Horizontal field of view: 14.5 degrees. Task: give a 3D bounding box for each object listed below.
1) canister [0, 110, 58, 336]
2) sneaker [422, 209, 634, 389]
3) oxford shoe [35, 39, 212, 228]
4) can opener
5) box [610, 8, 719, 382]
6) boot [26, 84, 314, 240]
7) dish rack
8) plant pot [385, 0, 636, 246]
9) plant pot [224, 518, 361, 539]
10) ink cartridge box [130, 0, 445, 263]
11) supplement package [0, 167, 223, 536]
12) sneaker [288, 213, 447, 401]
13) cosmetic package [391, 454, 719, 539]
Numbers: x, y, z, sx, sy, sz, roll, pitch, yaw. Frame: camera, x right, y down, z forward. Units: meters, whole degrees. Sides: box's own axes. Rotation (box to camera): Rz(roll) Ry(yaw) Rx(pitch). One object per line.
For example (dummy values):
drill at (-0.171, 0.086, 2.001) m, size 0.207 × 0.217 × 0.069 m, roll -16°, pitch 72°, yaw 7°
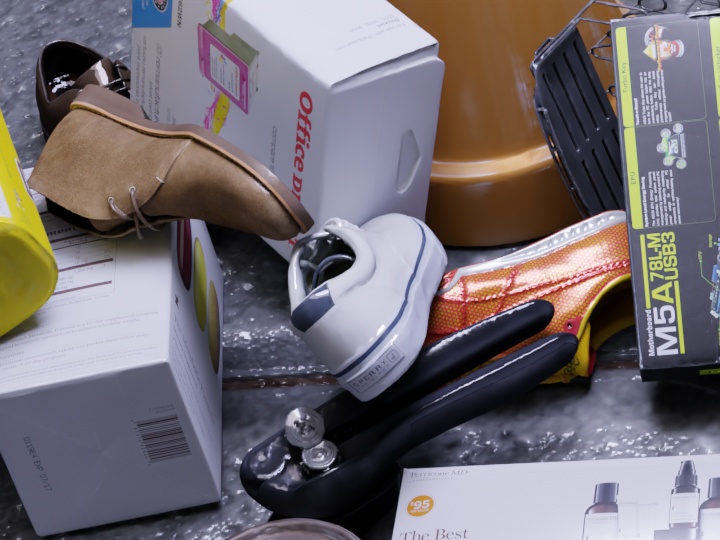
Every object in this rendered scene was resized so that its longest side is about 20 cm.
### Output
canister at (-0.256, -0.038, 1.580) m, size 0.148 × 0.087 × 0.200 m, roll -33°, pitch 44°, yaw 7°
sneaker at (0.086, 0.034, 1.572) m, size 0.200 × 0.073 × 0.077 m, roll -26°, pitch 59°, yaw -2°
oxford shoe at (-0.154, -0.084, 1.776) m, size 0.073 × 0.085 × 0.200 m, roll -32°, pitch 44°, yaw -20°
can opener at (0.025, 0.074, 1.518) m, size 0.200 × 0.079 × 0.063 m, roll -35°, pitch 63°, yaw -10°
box at (0.238, -0.047, 1.537) m, size 0.193 × 0.048 × 0.200 m, roll -6°, pitch 78°, yaw 8°
boot at (-0.106, -0.040, 1.557) m, size 0.200 × 0.074 × 0.076 m, roll 20°, pitch 63°, yaw 44°
dish rack at (0.185, -0.116, 1.650) m, size 0.054 × 0.154 × 0.200 m, roll 6°, pitch 43°, yaw 48°
plant pot at (0.071, -0.148, 1.693) m, size 0.200 × 0.184 × 0.200 m, roll -10°, pitch 40°, yaw 8°
plant pot at (-0.016, 0.214, 1.296) m, size 0.186 × 0.200 × 0.187 m, roll -10°, pitch 40°, yaw 8°
ink cartridge box at (-0.048, -0.110, 1.656) m, size 0.085 × 0.145 × 0.200 m, roll -23°, pitch 46°, yaw -31°
supplement package at (-0.144, 0.034, 1.611) m, size 0.109 × 0.114 × 0.200 m, roll -11°, pitch 40°, yaw 7°
sneaker at (0.000, 0.000, 1.524) m, size 0.073 × 0.071 × 0.200 m, roll -40°, pitch 13°, yaw 11°
cosmetic package at (0.117, 0.140, 1.452) m, size 0.200 × 0.051 × 0.083 m, roll -4°, pitch 41°, yaw 14°
